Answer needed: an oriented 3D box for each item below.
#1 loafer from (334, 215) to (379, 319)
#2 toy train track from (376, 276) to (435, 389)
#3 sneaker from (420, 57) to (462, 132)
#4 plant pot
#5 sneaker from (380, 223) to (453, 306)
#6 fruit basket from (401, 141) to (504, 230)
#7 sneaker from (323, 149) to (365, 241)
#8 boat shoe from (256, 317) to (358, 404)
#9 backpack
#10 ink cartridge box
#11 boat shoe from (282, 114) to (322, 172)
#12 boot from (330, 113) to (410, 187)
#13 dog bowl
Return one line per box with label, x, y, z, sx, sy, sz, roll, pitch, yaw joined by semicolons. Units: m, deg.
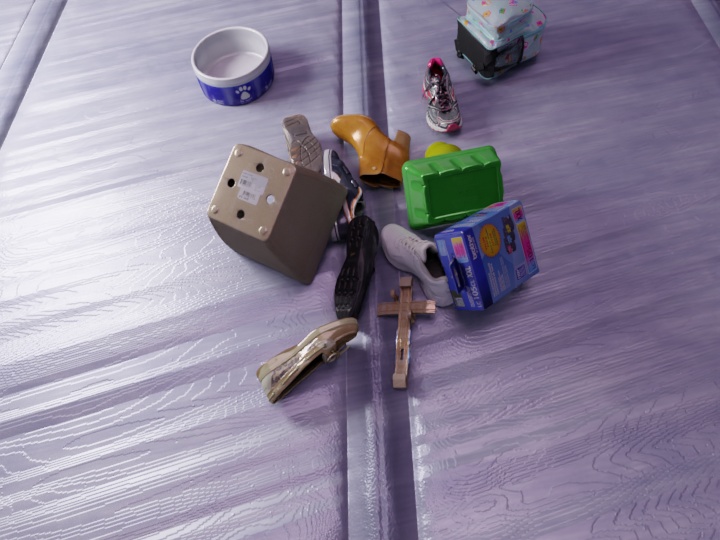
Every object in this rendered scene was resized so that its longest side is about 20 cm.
loafer;0.000;0.000;1.004;0.066;0.070;0.208;-3;68;39
toy train track;0.073;0.102;0.943;0.111;0.033;0.207;-5;63;21
sneaker;0.182;-0.399;1.235;0.078;0.076;0.206;-11;58;-3
plant pot;-0.165;-0.117;0.985;0.194;0.177;0.206;22;87;18
sneaker;0.111;-0.033;0.997;0.077;0.101;0.199;-38;63;-18
fruit basket;0.181;-0.178;1.083;0.207;0.162;0.216;-10;14;2
sneaker;-0.031;-0.159;1.101;0.076;0.079;0.207;-9;69;5
boat shoe;-0.081;0.152;0.920;0.196;0.074;0.064;-32;66;-3
backpack;0.345;-0.583;1.296;0.194;0.156;0.178;-20;53;-17
ink cartridge box;0.211;-0.022;0.930;0.196;0.075;0.141;-27;102;-32
boat shoe;-0.122;-0.255;1.170;0.072;0.075;0.205;-11;53;-7
boot;0.010;-0.256;1.159;0.194;0.072;0.148;15;57;7
dog bowl;-0.315;-0.511;1.338;0.192;0.080;0.206;-2;58;3
